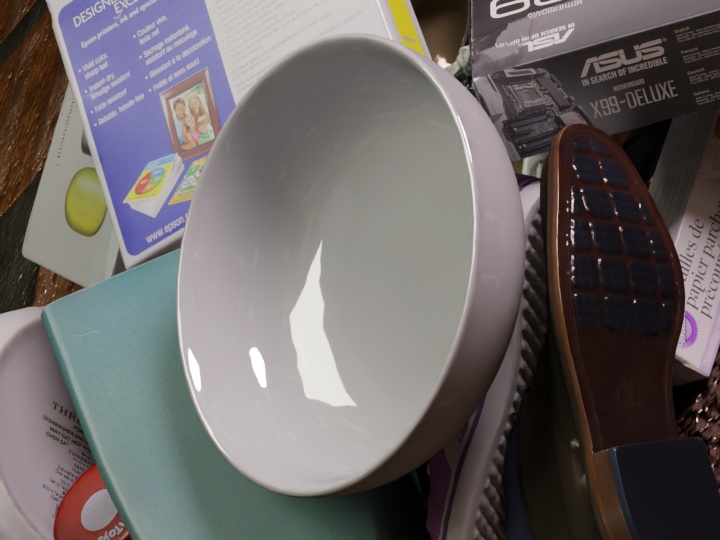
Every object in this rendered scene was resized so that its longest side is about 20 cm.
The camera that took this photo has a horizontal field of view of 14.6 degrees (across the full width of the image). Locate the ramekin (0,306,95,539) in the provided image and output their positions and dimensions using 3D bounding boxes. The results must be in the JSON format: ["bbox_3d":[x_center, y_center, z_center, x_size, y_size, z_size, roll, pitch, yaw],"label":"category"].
[{"bbox_3d":[-0.187,0.116,1.631,0.105,0.200,0.201,-26,38,38],"label":"ramekin"}]

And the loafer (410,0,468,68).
[{"bbox_3d":[0.042,-0.105,1.502,0.076,0.067,0.201,-24,61,53],"label":"loafer"}]

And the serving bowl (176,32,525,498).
[{"bbox_3d":[0.005,0.002,1.224,0.200,0.066,0.201,-14,71,47],"label":"serving bowl"}]

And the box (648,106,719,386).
[{"bbox_3d":[0.159,-0.043,1.270,0.041,0.039,0.201,-24,41,56],"label":"box"}]

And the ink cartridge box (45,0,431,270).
[{"bbox_3d":[-0.068,-0.127,1.489,0.197,0.047,0.201,-29,67,28],"label":"ink cartridge box"}]

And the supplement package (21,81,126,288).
[{"bbox_3d":[-0.087,-0.068,1.652,0.200,0.147,0.192,18,92,68],"label":"supplement package"}]

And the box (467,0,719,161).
[{"bbox_3d":[0.148,-0.131,1.249,0.199,0.050,0.158,-14,32,12],"label":"box"}]

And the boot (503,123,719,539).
[{"bbox_3d":[0.087,0.044,1.191,0.097,0.074,0.201,-31,61,49],"label":"boot"}]

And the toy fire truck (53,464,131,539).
[{"bbox_3d":[-0.053,0.112,1.478,0.167,0.112,0.201,-6,53,35],"label":"toy fire truck"}]

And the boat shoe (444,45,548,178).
[{"bbox_3d":[0.070,-0.086,1.369,0.075,0.086,0.203,-20,66,59],"label":"boat shoe"}]

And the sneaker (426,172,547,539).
[{"bbox_3d":[0.045,0.056,1.269,0.114,0.072,0.201,7,87,46],"label":"sneaker"}]

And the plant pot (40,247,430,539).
[{"bbox_3d":[-0.045,0.104,1.330,0.141,0.141,0.200,-22,52,3],"label":"plant pot"}]
